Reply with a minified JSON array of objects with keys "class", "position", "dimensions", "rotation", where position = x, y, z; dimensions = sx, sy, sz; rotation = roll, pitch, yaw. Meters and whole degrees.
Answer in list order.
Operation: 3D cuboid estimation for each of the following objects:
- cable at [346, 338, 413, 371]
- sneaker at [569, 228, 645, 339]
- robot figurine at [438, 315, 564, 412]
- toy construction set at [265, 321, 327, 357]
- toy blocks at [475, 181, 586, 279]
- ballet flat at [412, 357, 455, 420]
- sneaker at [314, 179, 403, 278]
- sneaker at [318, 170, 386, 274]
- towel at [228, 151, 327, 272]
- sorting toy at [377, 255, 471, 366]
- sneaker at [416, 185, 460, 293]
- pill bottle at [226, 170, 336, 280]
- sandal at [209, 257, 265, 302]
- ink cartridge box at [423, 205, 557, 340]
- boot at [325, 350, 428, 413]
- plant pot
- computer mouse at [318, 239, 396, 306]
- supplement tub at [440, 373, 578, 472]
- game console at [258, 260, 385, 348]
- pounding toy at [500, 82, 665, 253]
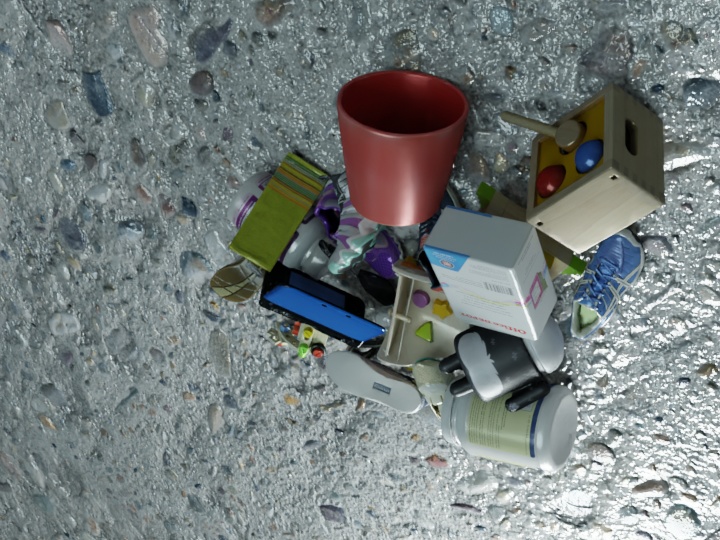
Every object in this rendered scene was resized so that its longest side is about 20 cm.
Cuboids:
[{"class":"cable","position":[0.044,0.148,1.875],"dimensions":[0.200,0.050,0.097],"rotation":[0,140,33]},{"class":"sneaker","position":[0.368,0.024,1.544],"dimensions":[0.076,0.077,0.200],"rotation":[27,130,21]},{"class":"robot figurine","position":[0.229,0.135,1.656],"dimensions":[0.200,0.125,0.150],"rotation":[-27,121,11]},{"class":"toy construction set","position":[-0.117,0.095,1.935],"dimensions":[0.131,0.092,0.200],"rotation":[15,140,-4]},{"class":"toy blocks","position":[0.232,-0.033,1.595],"dimensions":[0.200,0.100,0.137],"rotation":[32,145,-5]},{"class":"ballet flat","position":[0.142,0.217,1.797],"dimensions":[0.067,0.062,0.200],"rotation":[-13,148,15]},{"class":"sneaker","position":[-0.009,-0.060,1.752],"dimensions":[0.080,0.088,0.200],"rotation":[-31,100,43]},{"class":"sneaker","position":[-0.022,-0.103,1.685],"dimensions":[0.140,0.200,0.078],"rotation":[37,173,12]},{"class":"towel","position":[-0.138,-0.102,1.751],"dimensions":[0.086,0.200,0.018],"rotation":[29,165,6]},{"class":"sorting toy","position":[0.137,0.077,1.742],"dimensions":[0.180,0.107,0.200],"rotation":[19,128,14]},{"class":"sneaker","position":[0.117,-0.058,1.629],"dimensions":[0.075,0.084,0.200],"rotation":[-25,80,40]},{"class":"pill bottle","position":[-0.128,-0.075,1.810],"dimensions":[0.200,0.112,0.112],"rotation":[39,135,8]},{"class":"sandal","position":[-0.206,-0.006,1.963],"dimensions":[0.080,0.054,0.200],"rotation":[46,121,-8]},{"class":"ink cartridge box","position":[0.195,0.006,1.517],"dimensions":[0.144,0.085,0.200],"rotation":[16,152,30]},{"class":"boot","position":[0.035,0.206,1.894],"dimensions":[0.200,0.090,0.073],"rotation":[27,97,19]},{"class":"plant pot","position":[0.057,-0.177,1.544],"dimensions":[0.200,0.200,0.178],"rotation":[22,131,22]},{"class":"computer mouse","position":[0.000,0.000,1.767],"dimensions":[0.034,0.059,0.200],"rotation":[-40,131,14]},{"class":"supplement tub","position":[0.251,0.251,1.738],"dimensions":[0.200,0.145,0.145],"rotation":[8,124,32]},{"class":"game console","position":[-0.061,0.043,1.772],"dimensions":[0.200,0.171,0.118],"rotation":[26,128,-16]},{"class":"pounding toy","position":[0.297,-0.157,1.408],"dimensions":[0.142,0.200,0.184],"rotation":[29,140,-24]}]
